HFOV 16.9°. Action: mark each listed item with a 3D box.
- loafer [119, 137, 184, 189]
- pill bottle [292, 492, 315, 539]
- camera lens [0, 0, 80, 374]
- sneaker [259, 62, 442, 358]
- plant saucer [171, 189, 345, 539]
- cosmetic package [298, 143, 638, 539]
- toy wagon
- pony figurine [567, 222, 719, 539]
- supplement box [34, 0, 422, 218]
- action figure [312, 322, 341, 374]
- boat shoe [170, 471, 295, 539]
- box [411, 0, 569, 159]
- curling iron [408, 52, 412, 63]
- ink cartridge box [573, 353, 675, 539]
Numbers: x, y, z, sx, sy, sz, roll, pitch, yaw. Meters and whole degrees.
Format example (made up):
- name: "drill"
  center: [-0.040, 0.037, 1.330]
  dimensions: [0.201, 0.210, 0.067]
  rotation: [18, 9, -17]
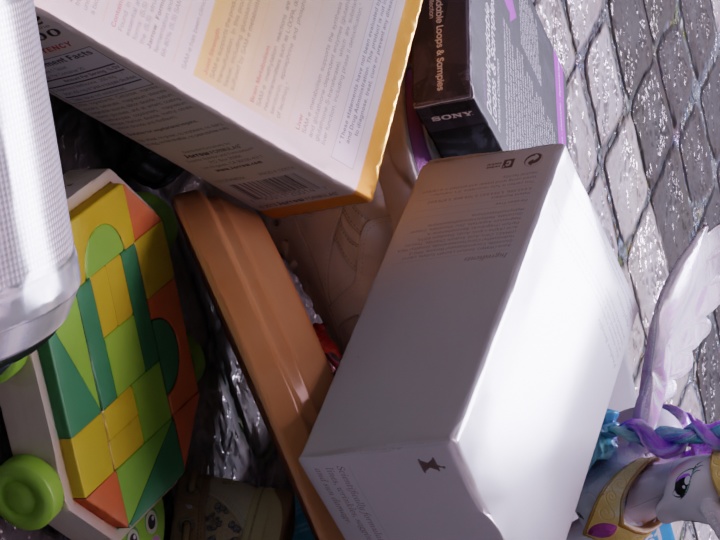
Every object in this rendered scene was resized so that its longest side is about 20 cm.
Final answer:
- name: "loafer"
  center: [-0.086, -0.138, 1.157]
  dimensions: [0.070, 0.068, 0.202]
  rotation: [19, 77, -20]
- name: "pill bottle"
  center: [0.012, 0.147, 1.279]
  dimensions: [0.111, 0.110, 0.201]
  rotation: [65, 33, -41]
- name: "camera lens"
  center: [-0.184, -0.057, 0.808]
  dimensions: [0.160, 0.159, 0.201]
  rotation: [-33, 118, -62]
- name: "sneaker"
  center: [0.000, 0.000, 1.200]
  dimensions: [0.075, 0.099, 0.201]
  rotation: [36, 49, -57]
- name: "plant saucer"
  center: [-0.035, 0.051, 1.146]
  dimensions: [0.200, 0.037, 0.201]
  rotation: [156, -90, -85]
- name: "cosmetic package"
  center: [0.054, 0.049, 1.101]
  dimensions: [0.113, 0.081, 0.200]
  rotation: [63, 36, -32]
- name: "toy wagon"
  center: [-0.115, 0.059, 1.093]
  dimensions: [0.155, 0.039, 0.201]
  rotation: [-44, 127, -58]
- name: "pony figurine"
  center: [0.144, 0.092, 1.212]
  dimensions: [0.167, 0.199, 0.193]
  rotation: [60, 38, -15]
- name: "supplement box"
  center: [-0.073, -0.121, 1.069]
  dimensions: [0.200, 0.073, 0.127]
  rotation: [30, 66, -36]
- name: "action figure"
  center: [-0.004, 0.041, 1.243]
  dimensions: [0.065, 0.051, 0.201]
  rotation: [82, -15, -68]
- name: "boat shoe"
  center: [-0.084, 0.190, 1.142]
  dimensions: [0.073, 0.062, 0.201]
  rotation: [98, 8, -57]
- name: "box"
  center: [0.069, -0.092, 1.243]
  dimensions: [0.200, 0.036, 0.144]
  rotation: [58, 27, -55]
- name: "curling iron"
  center: [0.022, -0.122, 1.282]
  dimensions: [0.050, 0.025, 0.201]
  rotation: [-94, -161, -72]
- name: "ink cartridge box"
  center: [0.093, 0.085, 1.407]
  dimensions: [0.084, 0.144, 0.201]
  rotation: [-33, 125, -20]
